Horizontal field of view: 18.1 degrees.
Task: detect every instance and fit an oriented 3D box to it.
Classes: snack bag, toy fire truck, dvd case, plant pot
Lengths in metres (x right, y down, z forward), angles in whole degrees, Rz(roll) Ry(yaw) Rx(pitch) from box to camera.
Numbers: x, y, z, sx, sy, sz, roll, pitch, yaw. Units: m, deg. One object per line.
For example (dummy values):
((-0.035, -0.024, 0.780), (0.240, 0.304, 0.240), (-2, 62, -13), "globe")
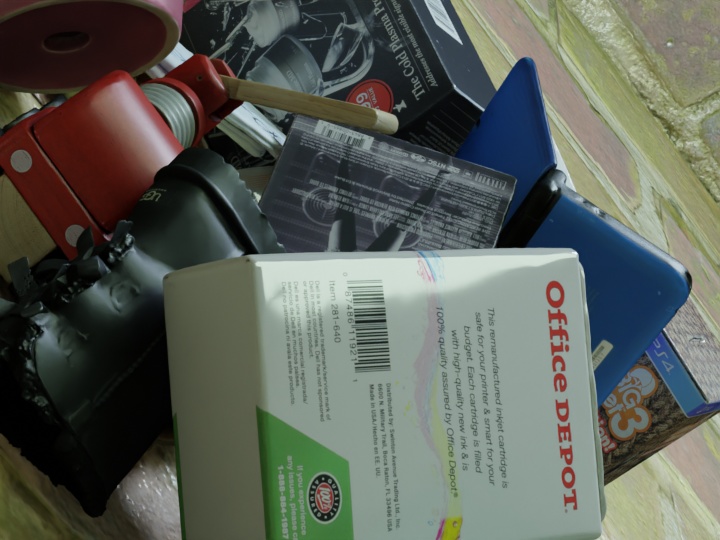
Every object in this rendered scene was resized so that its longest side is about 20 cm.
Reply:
((-0.110, -0.124, 1.483), (0.188, 0.021, 0.200), (43, 5, 36), "snack bag")
((-0.100, -0.066, 1.212), (0.129, 0.199, 0.176), (54, 16, -4), "toy fire truck")
((0.000, 0.000, 1.380), (0.148, 0.016, 0.201), (18, 56, 4), "dvd case")
((-0.179, -0.210, 1.317), (0.200, 0.199, 0.180), (25, 49, -60), "plant pot")

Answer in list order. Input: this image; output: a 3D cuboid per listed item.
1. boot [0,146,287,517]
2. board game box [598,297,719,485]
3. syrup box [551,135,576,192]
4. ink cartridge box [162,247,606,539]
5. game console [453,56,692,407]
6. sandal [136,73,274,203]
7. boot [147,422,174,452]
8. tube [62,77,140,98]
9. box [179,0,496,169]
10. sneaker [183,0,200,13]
((-0.090, 0.055, 1.112), (0.163, 0.073, 0.199), (-46, 115, -31), "boot")
((0.160, 0.103, 1.626), (0.097, 0.199, 0.159), (58, 17, 11), "board game box")
((0.092, -0.022, 1.692), (0.200, 0.078, 0.082), (112, -38, -58), "syrup box")
((0.013, 0.066, 1.091), (0.199, 0.084, 0.146), (-2, 85, -36), "ink cartridge box")
((0.120, -0.007, 1.506), (0.170, 0.200, 0.119), (33, 44, 0), "game console")
((-0.087, -0.061, 1.489), (0.207, 0.059, 0.079), (58, 17, 6), "sandal")
((-0.071, 0.081, 1.244), (0.201, 0.073, 0.155), (58, 18, -2), "boot")
((-0.166, -0.120, 1.406), (0.052, 0.058, 0.201), (-19, 62, -30), "tube")
((-0.016, -0.133, 1.612), (0.104, 0.182, 0.201), (29, 30, -53), "box")
((-0.135, -0.264, 1.729), (0.201, 0.074, 0.087), (58, 13, 0), "sneaker")
